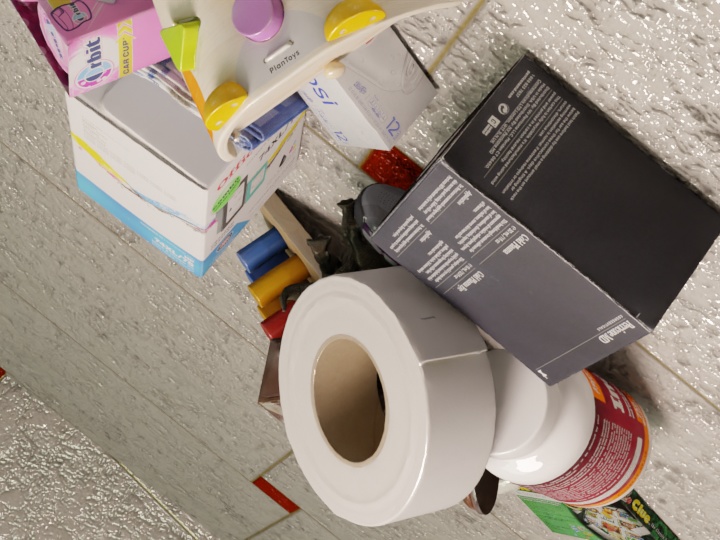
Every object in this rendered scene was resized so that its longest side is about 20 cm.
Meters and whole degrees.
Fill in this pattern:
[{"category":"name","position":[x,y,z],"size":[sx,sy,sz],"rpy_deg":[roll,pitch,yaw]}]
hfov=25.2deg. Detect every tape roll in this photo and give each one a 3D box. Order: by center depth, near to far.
[{"category":"tape roll","position":[0.018,0.098,1.279],"size":[0.202,0.071,0.203],"rpy_deg":[13,106,53]}]

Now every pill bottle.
[{"category":"pill bottle","position":[0.157,0.128,1.335],"size":[0.113,0.113,0.200],"rpy_deg":[24,178,34]}]

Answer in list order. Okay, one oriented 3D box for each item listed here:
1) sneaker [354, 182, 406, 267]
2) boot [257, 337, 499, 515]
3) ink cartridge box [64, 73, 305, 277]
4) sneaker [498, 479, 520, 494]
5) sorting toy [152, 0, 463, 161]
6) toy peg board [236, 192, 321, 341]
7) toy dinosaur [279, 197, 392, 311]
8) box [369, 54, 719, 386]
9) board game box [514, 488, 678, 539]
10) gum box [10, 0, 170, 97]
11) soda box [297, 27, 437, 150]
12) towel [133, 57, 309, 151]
[{"category":"sneaker","position":[0.093,-0.021,1.302],"size":[0.200,0.075,0.088],"rpy_deg":[33,144,-6]},{"category":"boot","position":[0.012,0.134,1.401],"size":[0.199,0.064,0.187],"rpy_deg":[-14,88,28]},{"category":"ink cartridge box","position":[-0.144,-0.120,1.354],"size":[0.146,0.147,0.200],"rpy_deg":[36,161,7]},{"category":"sneaker","position":[0.101,0.128,1.499],"size":[0.088,0.076,0.200],"rpy_deg":[64,174,-34]},{"category":"sorting toy","position":[-0.070,-0.198,1.038],"size":[0.180,0.200,0.107],"rpy_deg":[61,-159,9]},{"category":"toy peg board","position":[-0.057,0.059,1.571],"size":[0.199,0.098,0.200],"rpy_deg":[50,168,33]},{"category":"toy dinosaur","position":[0.000,0.000,1.394],"size":[0.077,0.200,0.103],"rpy_deg":[-4,116,25]},{"category":"box","position":[0.127,-0.028,1.150],"size":[0.182,0.104,0.200],"rpy_deg":[40,160,-2]},{"category":"board game box","position":[0.235,0.247,1.678],"size":[0.105,0.023,0.200],"rpy_deg":[45,159,-23]},{"category":"gum box","position":[-0.205,-0.236,1.162],"size":[0.200,0.113,0.066],"rpy_deg":[56,159,22]},{"category":"soda box","position":[-0.032,-0.178,1.156],"size":[0.068,0.063,0.200],"rpy_deg":[12,147,54]},{"category":"towel","position":[-0.124,-0.173,1.223],"size":[0.200,0.147,0.024],"rpy_deg":[34,129,9]}]
